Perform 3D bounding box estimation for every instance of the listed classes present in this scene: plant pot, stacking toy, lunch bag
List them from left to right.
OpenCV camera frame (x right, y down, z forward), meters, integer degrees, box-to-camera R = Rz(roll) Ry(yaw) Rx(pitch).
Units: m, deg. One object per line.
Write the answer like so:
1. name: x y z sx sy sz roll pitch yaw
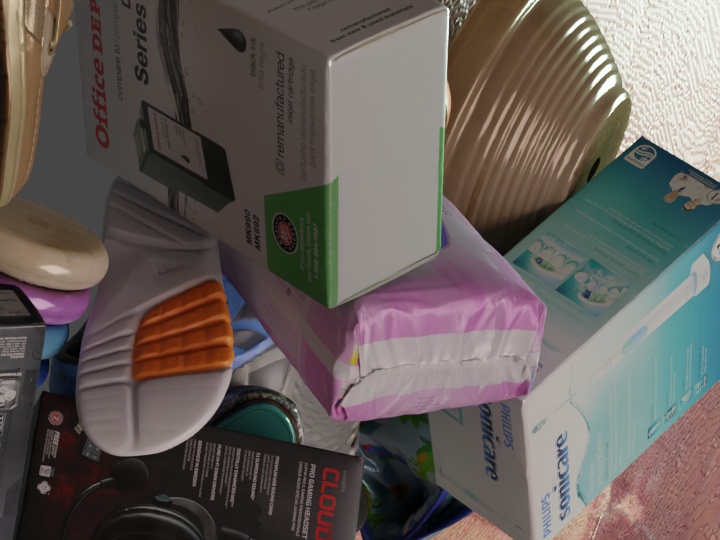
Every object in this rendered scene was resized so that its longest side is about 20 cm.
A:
1. stacking toy: -0.201 0.065 1.334 0.085 0.085 0.201 3 114 -52
2. lunch bag: 0.076 0.082 1.659 0.170 0.127 0.201 -29 143 -36
3. plant pot: 0.100 -0.080 1.546 0.201 0.092 0.201 -58 165 -25

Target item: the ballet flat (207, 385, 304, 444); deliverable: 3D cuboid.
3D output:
1. ballet flat: -0.117 0.130 1.473 0.200 0.072 0.072 -33 143 5

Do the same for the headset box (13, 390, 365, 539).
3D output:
1. headset box: -0.089 0.162 1.364 0.077 0.199 0.150 127 -27 -65

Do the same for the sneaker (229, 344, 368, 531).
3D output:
1. sneaker: -0.005 0.090 1.558 0.115 0.075 0.200 -25 142 7

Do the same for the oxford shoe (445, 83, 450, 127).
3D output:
1. oxford shoe: -0.008 -0.134 1.356 0.200 0.071 0.073 57 22 -26

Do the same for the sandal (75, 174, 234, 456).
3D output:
1. sandal: -0.103 0.029 1.356 0.207 0.079 0.059 -89 179 -46

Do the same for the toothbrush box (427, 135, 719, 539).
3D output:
1. toothbrush box: 0.134 0.044 1.514 0.200 0.085 0.147 -42 146 -25

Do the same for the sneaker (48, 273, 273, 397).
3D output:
1. sneaker: -0.093 0.017 1.443 0.200 0.066 0.079 -40 140 -27

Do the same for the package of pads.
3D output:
1. package of pads: 0.000 0.000 1.379 0.120 0.200 0.076 -2 121 -29

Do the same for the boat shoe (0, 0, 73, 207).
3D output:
1. boat shoe: -0.167 -0.126 1.252 0.064 0.071 0.201 -19 125 -43

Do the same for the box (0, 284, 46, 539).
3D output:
1. box: -0.259 0.087 1.240 0.199 0.051 0.159 -1 115 -27

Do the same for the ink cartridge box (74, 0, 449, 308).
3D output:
1. ink cartridge box: -0.054 -0.093 1.307 0.084 0.200 0.147 -27 132 -35
